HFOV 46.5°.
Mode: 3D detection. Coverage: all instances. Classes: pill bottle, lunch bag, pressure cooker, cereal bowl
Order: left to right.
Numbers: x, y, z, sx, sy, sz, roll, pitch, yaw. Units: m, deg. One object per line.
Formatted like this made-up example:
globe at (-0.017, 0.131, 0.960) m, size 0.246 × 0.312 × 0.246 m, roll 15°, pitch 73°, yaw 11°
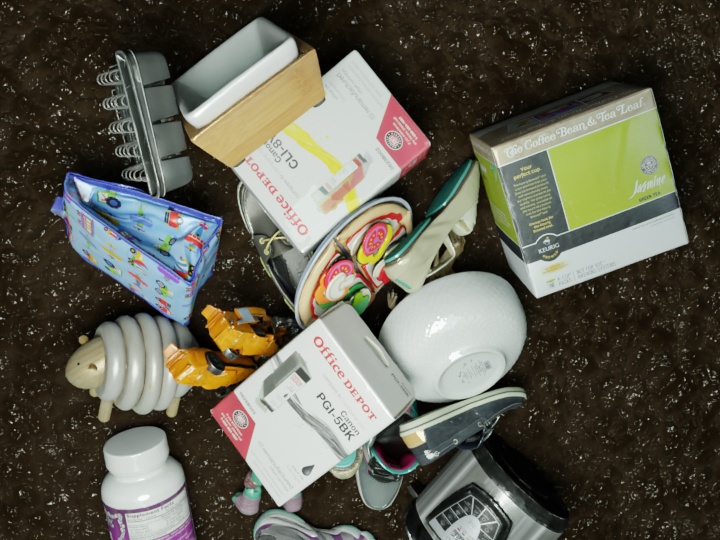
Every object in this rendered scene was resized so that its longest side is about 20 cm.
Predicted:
lunch bag at (-0.277, -0.033, 1.003) m, size 0.198 × 0.151 × 0.095 m, roll 24°, pitch 64°, yaw -4°
pill bottle at (-0.284, 0.318, 1.122) m, size 0.110 × 0.112 × 0.203 m, roll -7°, pitch 106°, yaw -2°
cereal bowl at (0.124, 0.101, 1.059) m, size 0.197 × 0.084 × 0.202 m, roll -11°, pitch 136°, yaw -11°
pressure cooker at (0.161, 0.345, 1.130) m, size 0.178 × 0.176 × 0.201 m, roll 36°, pitch 101°, yaw -21°

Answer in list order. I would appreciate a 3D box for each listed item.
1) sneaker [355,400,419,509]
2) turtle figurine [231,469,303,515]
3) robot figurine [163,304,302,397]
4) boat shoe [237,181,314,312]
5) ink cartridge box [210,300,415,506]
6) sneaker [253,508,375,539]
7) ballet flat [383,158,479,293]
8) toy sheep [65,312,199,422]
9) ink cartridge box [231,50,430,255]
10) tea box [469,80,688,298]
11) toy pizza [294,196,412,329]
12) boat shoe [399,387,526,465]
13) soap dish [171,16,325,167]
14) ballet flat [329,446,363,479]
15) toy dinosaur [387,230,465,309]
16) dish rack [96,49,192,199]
sneaker at (0.040, 0.252, 1.122) m, size 0.082 × 0.121 × 0.203 m, roll 5°, pitch 106°, yaw -6°
turtle figurine at (-0.114, 0.231, 1.121) m, size 0.147 × 0.101 × 0.203 m, roll 9°, pitch 113°, yaw 0°
robot figurine at (-0.148, 0.096, 1.045) m, size 0.145 × 0.200 × 0.058 m, roll -43°, pitch 70°, yaw 12°
boat shoe at (-0.094, -0.028, 1.064) m, size 0.071 × 0.061 × 0.203 m, roll -28°, pitch 106°, yaw 5°
ink cartridge box at (-0.057, 0.157, 0.992) m, size 0.200 × 0.083 × 0.147 m, roll -41°, pitch 84°, yaw 24°
sneaker at (-0.055, 0.408, 1.148) m, size 0.197 × 0.140 × 0.079 m, roll 14°, pitch 104°, yaw -7°
ballet flat at (0.102, -0.052, 1.035) m, size 0.070 × 0.069 × 0.200 m, roll 47°, pitch 65°, yaw -15°
toy sheep at (-0.271, 0.119, 1.063) m, size 0.198 × 0.137 × 0.140 m, roll -2°, pitch 108°, yaw -34°
ink cartridge box at (-0.038, -0.134, 0.995) m, size 0.199 × 0.083 × 0.146 m, roll -40°, pitch 90°, yaw -2°
tea box at (0.264, -0.104, 1.032) m, size 0.197 × 0.134 × 0.199 m, roll -19°, pitch 107°, yaw 1°
toy pizza at (0.000, 0.000, 1.023) m, size 0.032 × 0.200 × 0.201 m, roll 39°, pitch 102°, yaw 25°
boat shoe at (0.138, 0.198, 1.081) m, size 0.198 × 0.074 × 0.063 m, roll -14°, pitch 79°, yaw -34°
soap dish at (-0.128, -0.202, 0.939) m, size 0.157 × 0.200 × 0.082 m, roll -37°, pitch 118°, yaw -1°
ballet flat at (-0.016, 0.175, 1.110) m, size 0.067 × 0.075 × 0.203 m, roll 4°, pitch 67°, yaw 5°
toy dinosaur at (0.090, 0.038, 1.086) m, size 0.100 × 0.058 × 0.203 m, roll 7°, pitch 105°, yaw -40°
dish rack at (-0.252, -0.166, 0.947) m, size 0.054 × 0.199 × 0.156 m, roll -18°, pitch 106°, yaw -28°
